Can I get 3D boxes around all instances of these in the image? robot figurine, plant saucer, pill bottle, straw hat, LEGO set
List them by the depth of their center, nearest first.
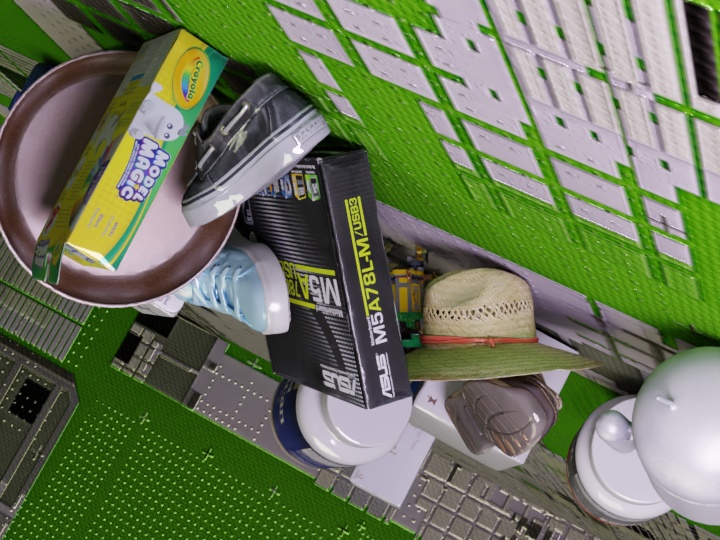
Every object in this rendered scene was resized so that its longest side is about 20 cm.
[{"bbox_3d":[0.261,0.123,1.137,0.168,0.114,0.200,-2,162,14],"label":"robot figurine"},{"bbox_3d":[-0.192,-0.072,1.209,0.199,0.201,0.032,32,178,-22],"label":"plant saucer"},{"bbox_3d":[0.098,0.041,1.266,0.199,0.086,0.201,-3,-179,0],"label":"straw hat"},{"bbox_3d":[0.000,0.000,1.413,0.152,0.117,0.200,-4,167,12],"label":"LEGO set"},{"bbox_3d":[0.258,0.180,1.458,0.115,0.117,0.200,28,170,9],"label":"pill bottle"},{"bbox_3d":[-0.016,0.133,1.481,0.110,0.112,0.200,30,165,-9],"label":"pill bottle"}]

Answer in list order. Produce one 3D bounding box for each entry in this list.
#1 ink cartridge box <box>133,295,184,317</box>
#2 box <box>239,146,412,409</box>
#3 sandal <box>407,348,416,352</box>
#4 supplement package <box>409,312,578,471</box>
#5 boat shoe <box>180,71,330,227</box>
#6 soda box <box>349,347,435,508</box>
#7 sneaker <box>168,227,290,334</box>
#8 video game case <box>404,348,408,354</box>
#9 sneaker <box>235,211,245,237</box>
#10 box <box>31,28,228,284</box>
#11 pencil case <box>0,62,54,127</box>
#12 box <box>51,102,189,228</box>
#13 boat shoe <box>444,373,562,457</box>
[{"bbox_3d":[-0.218,-0.032,1.686,0.084,0.147,0.200,32,170,-14],"label":"ink cartridge box"},{"bbox_3d":[-0.036,0.000,1.222,0.047,0.195,0.200,-13,-170,-23],"label":"box"},{"bbox_3d":[0.017,0.092,1.704,0.082,0.050,0.203,41,-147,4],"label":"sandal"},{"bbox_3d":[0.123,0.115,1.503,0.119,0.122,0.200,28,172,4],"label":"supplement package"},{"bbox_3d":[-0.088,-0.093,1.134,0.071,0.072,0.200,56,145,-2],"label":"boat shoe"},{"bbox_3d":[0.061,0.152,1.650,0.063,0.201,0.068,26,172,6],"label":"soda box"},{"bbox_3d":[-0.122,0.010,1.270,0.200,0.081,0.075,32,134,59],"label":"sneaker"},{"bbox_3d":[-0.044,0.041,1.640,0.199,0.023,0.182,24,-162,-17],"label":"video game case"},{"bbox_3d":[-0.121,-0.068,1.471,0.200,0.072,0.113,-125,22,-51],"label":"sneaker"},{"bbox_3d":[-0.174,-0.075,1.122,0.048,0.201,0.117,32,171,-20],"label":"box"},{"bbox_3d":[-0.247,-0.124,1.473,0.199,0.078,0.087,28,-164,-1],"label":"pencil case"},{"bbox_3d":[-0.215,-0.113,1.324,0.101,0.113,0.200,32,171,-22],"label":"box"},{"bbox_3d":[0.129,0.109,1.304,0.075,0.073,0.200,60,166,-2],"label":"boat shoe"}]
